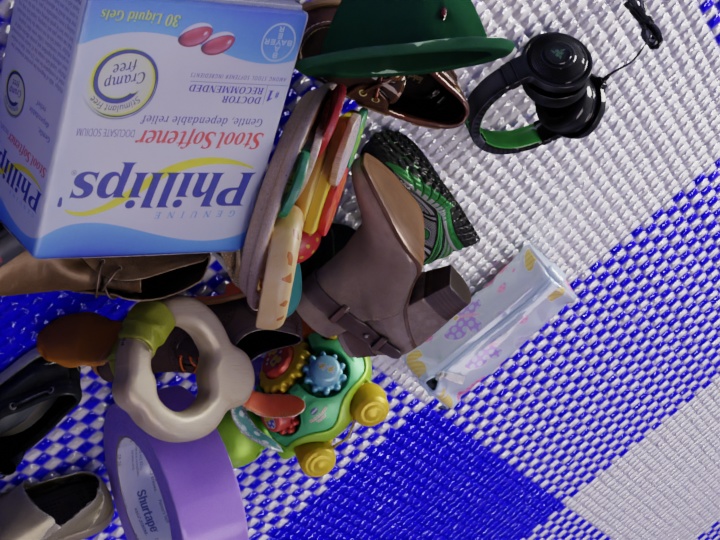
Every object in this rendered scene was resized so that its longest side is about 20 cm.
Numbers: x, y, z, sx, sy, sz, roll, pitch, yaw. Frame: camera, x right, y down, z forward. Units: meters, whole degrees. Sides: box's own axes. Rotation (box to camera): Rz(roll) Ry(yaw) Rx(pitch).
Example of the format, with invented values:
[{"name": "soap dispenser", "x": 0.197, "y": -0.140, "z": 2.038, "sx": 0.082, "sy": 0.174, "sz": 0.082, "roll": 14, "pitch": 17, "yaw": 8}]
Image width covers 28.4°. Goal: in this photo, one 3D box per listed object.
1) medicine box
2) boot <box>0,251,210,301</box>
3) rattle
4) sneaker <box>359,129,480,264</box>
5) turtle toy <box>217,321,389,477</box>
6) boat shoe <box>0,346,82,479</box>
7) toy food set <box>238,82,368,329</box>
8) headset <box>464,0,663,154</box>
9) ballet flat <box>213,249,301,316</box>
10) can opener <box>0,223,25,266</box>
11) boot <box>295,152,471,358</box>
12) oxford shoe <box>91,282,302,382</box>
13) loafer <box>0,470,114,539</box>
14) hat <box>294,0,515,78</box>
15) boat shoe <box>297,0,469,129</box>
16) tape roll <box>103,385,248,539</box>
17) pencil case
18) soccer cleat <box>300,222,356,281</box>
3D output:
[{"name": "medicine box", "x": -0.159, "y": -0.120, "z": 1.034, "sx": 0.182, "sy": 0.103, "sz": 0.200, "roll": -3, "pitch": 120, "yaw": -39}, {"name": "boot", "x": -0.218, "y": -0.007, "z": 1.173, "sx": 0.200, "sy": 0.076, "sz": 0.074, "roll": -14, "pitch": 142, "yaw": -27}, {"name": "rattle", "x": -0.166, "y": 0.104, "z": 1.265, "sx": 0.143, "sy": 0.131, "sz": 0.200, "roll": -24, "pitch": 150, "yaw": 29}, {"name": "sneaker", "x": 0.045, "y": -0.057, "z": 1.338, "sx": 0.085, "sy": 0.078, "sz": 0.200, "roll": -34, "pitch": 144, "yaw": 5}, {"name": "turtle toy", "x": -0.069, "y": 0.128, "z": 1.421, "sx": 0.200, "sy": 0.146, "sz": 0.101, "roll": -44, "pitch": 123, "yaw": 10}, {"name": "boat shoe", "x": -0.324, "y": 0.151, "z": 1.274, "sx": 0.199, "sy": 0.066, "sz": 0.075, "roll": -38, "pitch": 146, "yaw": 3}, {"name": "toy food set", "x": -0.046, "y": -0.058, "z": 1.141, "sx": 0.200, "sy": 0.049, "sz": 0.198, "roll": -55, "pitch": 164, "yaw": -76}, {"name": "headset", "x": 0.187, "y": -0.184, "z": 1.338, "sx": 0.200, "sy": 0.094, "sz": 0.124, "roll": -25, "pitch": 151, "yaw": 11}, {"name": "ballet flat", "x": -0.105, "y": -0.038, "z": 1.237, "sx": 0.071, "sy": 0.065, "sz": 0.200, "roll": -50, "pitch": 143, "yaw": -31}, {"name": "can opener", "x": -0.292, "y": -0.022, "z": 1.100, "sx": 0.200, "sy": 0.063, "sz": 0.079, "roll": -28, "pitch": 144, "yaw": -11}, {"name": "boot", "x": 0.000, "y": 0.000, "z": 1.284, "sx": 0.146, "sy": 0.070, "sz": 0.200, "roll": -22, "pitch": 117, "yaw": 27}, {"name": "oxford shoe", "x": -0.150, "y": 0.067, "z": 1.308, "sx": 0.199, "sy": 0.073, "sz": 0.071, "roll": -21, "pitch": 147, "yaw": -3}, {"name": "loafer", "x": -0.331, "y": 0.243, "z": 1.377, "sx": 0.200, "sy": 0.076, "sz": 0.068, "roll": -23, "pitch": 143, "yaw": -34}, {"name": "hat", "x": 0.031, "y": -0.242, "z": 1.075, "sx": 0.165, "sy": 0.177, "sz": 0.200, "roll": -4, "pitch": -178, "yaw": 19}, {"name": "boat shoe", "x": 0.019, "y": -0.169, "z": 1.192, "sx": 0.200, "sy": 0.070, "sz": 0.070, "roll": 11, "pitch": 126, "yaw": -45}, {"name": "tape roll", "x": -0.178, "y": 0.214, "z": 1.355, "sx": 0.065, "sy": 0.200, "sz": 0.200, "roll": -16, "pitch": 141, "yaw": -27}, {"name": "pencil case", "x": 0.140, "y": 0.061, "z": 1.552, "sx": 0.200, "sy": 0.083, "sz": 0.091, "roll": -41, "pitch": 167, "yaw": 6}, {"name": "soccer cleat", "x": 0.001, "y": 0.006, "z": 1.369, "sx": 0.200, "sy": 0.081, "sz": 0.068, "roll": 17, "pitch": 119, "yaw": -47}]
